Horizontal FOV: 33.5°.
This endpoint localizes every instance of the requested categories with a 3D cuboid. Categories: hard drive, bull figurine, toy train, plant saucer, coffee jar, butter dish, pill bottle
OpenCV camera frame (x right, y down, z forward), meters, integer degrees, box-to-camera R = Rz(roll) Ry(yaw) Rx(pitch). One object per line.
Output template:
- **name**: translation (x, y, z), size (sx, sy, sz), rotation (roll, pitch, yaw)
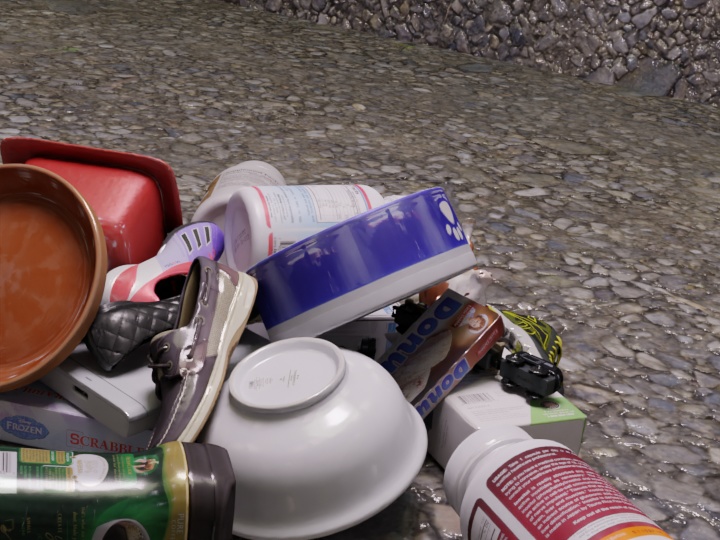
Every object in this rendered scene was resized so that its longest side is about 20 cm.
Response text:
- **hard drive**: translation (-0.170, 0.086, 1.072), size (0.131, 0.027, 0.199), rotation (25, 25, 35)
- **bull figurine**: translation (0.096, 0.011, 1.252), size (0.065, 0.122, 0.200), rotation (4, -18, -4)
- **toy train**: translation (0.106, 0.069, 1.116), size (0.046, 0.034, 0.199), rotation (-10, 26, -44)
- **plant saucer**: translation (-0.309, 0.007, 1.031), size (0.199, 0.202, 0.032), rotation (14, -13, 18)
- **coffee jar**: translation (-0.188, 0.174, 0.839), size (0.198, 0.105, 0.085), rotation (2, 24, -16)
- **butter dish**: translation (-0.295, -0.020, 1.257), size (0.198, 0.201, 0.148), rotation (9, 43, 9)
- **pill bottle**: translation (-0.142, -0.068, 1.478), size (0.113, 0.115, 0.200), rotation (7, 20, 0)
- **pill bottle**: translation (-0.037, -0.036, 1.267), size (0.199, 0.110, 0.109), rotation (-2, 22, -24)
- **pill bottle**: translation (0.144, 0.196, 0.875), size (0.112, 0.114, 0.200), rotation (-3, 23, -25)

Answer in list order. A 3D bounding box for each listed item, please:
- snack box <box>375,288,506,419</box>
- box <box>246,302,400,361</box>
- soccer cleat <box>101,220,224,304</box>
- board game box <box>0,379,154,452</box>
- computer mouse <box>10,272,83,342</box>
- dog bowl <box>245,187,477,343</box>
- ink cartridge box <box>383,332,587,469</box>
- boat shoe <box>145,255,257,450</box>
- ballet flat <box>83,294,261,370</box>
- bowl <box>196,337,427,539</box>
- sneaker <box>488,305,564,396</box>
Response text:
- **snack box**: translation (0.039, 0.101, 1.063), size (0.200, 0.024, 0.072), rotation (-44, 42, -18)
- **box**: translation (-0.060, 0.055, 1.256), size (0.198, 0.061, 0.117), rotation (0, 21, -17)
- **soccer cleat**: translation (-0.183, 0.004, 1.216), size (0.073, 0.069, 0.200), rotation (9, 24, 24)
- **board game box**: translation (-0.246, 0.103, 1.097), size (0.198, 0.041, 0.200), rotation (10, 20, 7)
- **computer mouse**: translation (-0.317, 0.024, 1.101), size (0.199, 0.139, 0.053), rotation (22, 69, 30)
- **dog bowl**: translation (0.000, 0.000, 1.078), size (0.199, 0.079, 0.200), rotation (-23, -2, -1)
- **ink cartridge box**: translation (0.105, 0.124, 1.117), size (0.116, 0.068, 0.200), rotation (-2, 23, -24)
- **boat shoe**: translation (-0.143, 0.073, 0.976), size (0.065, 0.072, 0.201), rotation (30, 52, -15)
- **ballet flat**: translation (-0.161, 0.051, 1.079), size (0.199, 0.057, 0.066), rotation (-9, -17, -42)
- **bowl**: translation (-0.050, 0.117, 0.968), size (0.200, 0.091, 0.201), rotation (-9, 29, 5)
- **sneaker**: translation (0.177, 0.084, 1.237), size (0.084, 0.075, 0.200), rotation (2, 21, -15)
